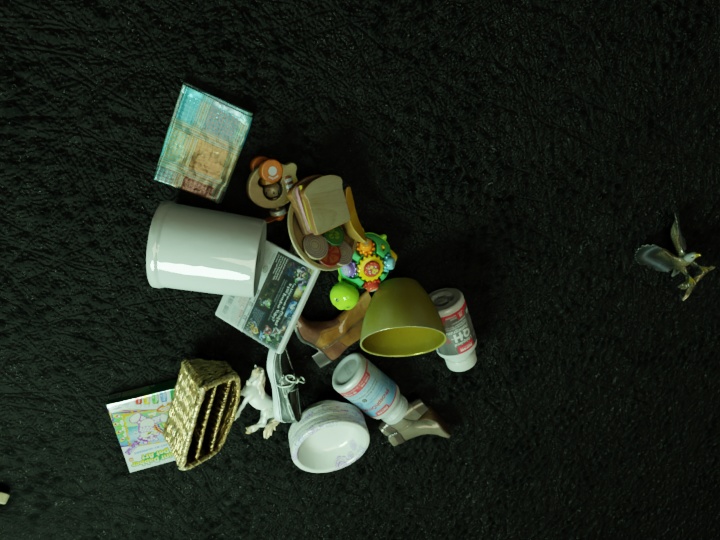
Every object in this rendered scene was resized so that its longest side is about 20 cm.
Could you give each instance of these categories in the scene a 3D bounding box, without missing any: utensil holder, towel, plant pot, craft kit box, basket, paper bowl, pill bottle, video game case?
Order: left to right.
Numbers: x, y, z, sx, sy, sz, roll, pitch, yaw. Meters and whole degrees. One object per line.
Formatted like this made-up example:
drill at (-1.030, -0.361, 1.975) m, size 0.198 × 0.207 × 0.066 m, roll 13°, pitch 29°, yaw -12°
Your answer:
craft kit box at (-0.466, 0.360, 1.217) m, size 0.198 × 0.049 × 0.200 m, roll -12°, pitch 116°, yaw -12°
towel at (-0.315, -0.250, 1.038) m, size 0.145 × 0.022 × 0.202 m, roll 19°, pitch 104°, yaw -22°
basket at (-0.332, 0.315, 1.142) m, size 0.142 × 0.149 × 0.202 m, roll 13°, pitch 97°, yaw -37°
utensil holder at (-0.296, -0.037, 1.020) m, size 0.198 × 0.170 × 0.172 m, roll 9°, pitch 108°, yaw -5°
video game case at (-0.202, 0.047, 1.114) m, size 0.181 × 0.023 × 0.202 m, roll 27°, pitch 94°, yaw 18°
paper bowl at (-0.082, 0.409, 1.307) m, size 0.198 × 0.105 × 0.202 m, roll -8°, pitch 127°, yaw -11°
pill bottle at (0.029, 0.306, 1.313) m, size 0.109 × 0.109 × 0.200 m, roll -45°, pitch 116°, yaw 4°
plant pot at (0.095, 0.102, 1.209) m, size 0.197 × 0.143 × 0.201 m, roll -2°, pitch 152°, yaw -1°
pill bottle at (0.233, 0.155, 1.316) m, size 0.110 × 0.111 × 0.202 m, roll -25°, pitch 115°, yaw -6°

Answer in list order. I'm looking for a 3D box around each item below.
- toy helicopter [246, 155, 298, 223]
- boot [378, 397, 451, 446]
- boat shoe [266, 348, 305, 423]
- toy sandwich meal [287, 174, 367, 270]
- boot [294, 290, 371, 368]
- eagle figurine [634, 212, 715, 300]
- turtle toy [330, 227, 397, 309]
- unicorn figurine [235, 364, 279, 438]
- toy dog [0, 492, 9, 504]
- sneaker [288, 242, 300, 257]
toy helicopter at (-0.146, -0.161, 1.099) m, size 0.198 × 0.079 × 0.134 m, roll 5°, pitch 103°, yaw -32°
boot at (0.147, 0.437, 1.431) m, size 0.146 × 0.070 × 0.200 m, roll -38°, pitch 116°, yaw 7°
boat shoe at (-0.174, 0.267, 1.229) m, size 0.067 × 0.073 × 0.202 m, roll 0°, pitch 95°, yaw 26°
toy sandwich meal at (-0.065, -0.102, 1.073) m, size 0.204 × 0.070 × 0.208 m, roll 8°, pitch 78°, yaw -40°
boot at (-0.057, 0.116, 1.237) m, size 0.199 × 0.068 × 0.189 m, roll -34°, pitch 112°, yaw -5°
eagle figurine at (0.889, -0.046, 1.454) m, size 0.200 × 0.151 × 0.152 m, roll 43°, pitch 50°, yaw 2°
turtle toy at (0.000, 0.000, 1.189) m, size 0.145 × 0.101 × 0.201 m, roll 34°, pitch 98°, yaw -25°
unicorn figurine at (-0.256, 0.314, 1.256) m, size 0.137 × 0.074 × 0.200 m, roll -43°, pitch 131°, yaw -8°
toy dog at (-0.877, 0.514, 1.122) m, size 0.096 × 0.132 × 0.200 m, roll -22°, pitch 118°, yaw 35°
sneaker at (-0.182, 0.020, 1.151) m, size 0.081 × 0.078 × 0.202 m, roll 23°, pitch 87°, yaw 10°
